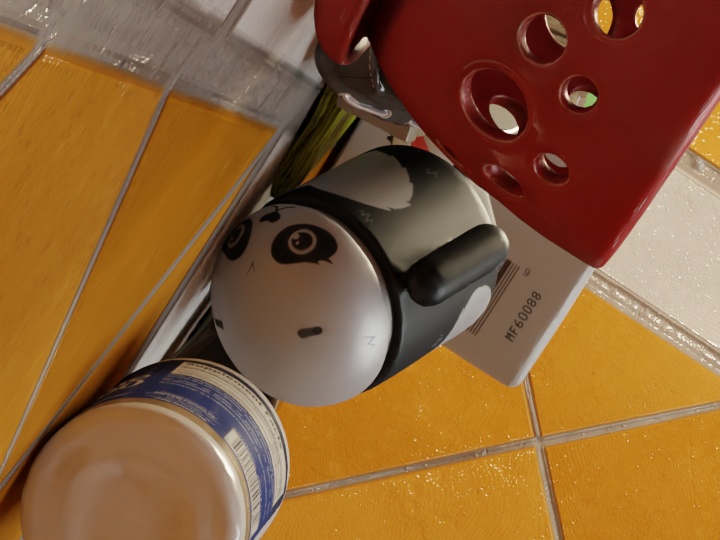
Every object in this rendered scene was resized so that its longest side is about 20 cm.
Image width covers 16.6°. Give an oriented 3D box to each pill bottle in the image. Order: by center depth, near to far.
[{"bbox_3d":[-0.097,0.106,1.260,0.111,0.111,0.200,-57,178,10],"label":"pill bottle"}]

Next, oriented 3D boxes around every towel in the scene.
[{"bbox_3d":[-0.003,-0.111,1.512,0.086,0.018,0.200,-55,179,29],"label":"towel"}]

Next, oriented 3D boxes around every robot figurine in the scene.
[{"bbox_3d":[0.001,-0.002,1.434,0.200,0.125,0.151,-29,160,-46],"label":"robot figurine"}]

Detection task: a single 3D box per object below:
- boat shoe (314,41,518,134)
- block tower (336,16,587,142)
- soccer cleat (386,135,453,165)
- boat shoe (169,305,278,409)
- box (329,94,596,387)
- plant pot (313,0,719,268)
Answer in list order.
[{"bbox_3d":[0.037,-0.108,1.312,0.200,0.057,0.068,8,85,-68],"label":"boat shoe"},{"bbox_3d":[0.070,-0.117,1.453,0.199,0.054,0.058,-12,124,-53],"label":"block tower"},{"bbox_3d":[0.069,-0.130,1.550,0.068,0.073,0.201,-60,172,-32],"label":"soccer cleat"},{"bbox_3d":[-0.082,0.065,1.523,0.203,0.074,0.075,-57,-176,-25],"label":"boat shoe"},{"bbox_3d":[0.090,-0.063,1.789,0.201,0.198,0.171,-57,178,14],"label":"box"},{"bbox_3d":[0.089,-0.130,1.100,0.201,0.182,0.200,-57,178,-2],"label":"plant pot"}]
